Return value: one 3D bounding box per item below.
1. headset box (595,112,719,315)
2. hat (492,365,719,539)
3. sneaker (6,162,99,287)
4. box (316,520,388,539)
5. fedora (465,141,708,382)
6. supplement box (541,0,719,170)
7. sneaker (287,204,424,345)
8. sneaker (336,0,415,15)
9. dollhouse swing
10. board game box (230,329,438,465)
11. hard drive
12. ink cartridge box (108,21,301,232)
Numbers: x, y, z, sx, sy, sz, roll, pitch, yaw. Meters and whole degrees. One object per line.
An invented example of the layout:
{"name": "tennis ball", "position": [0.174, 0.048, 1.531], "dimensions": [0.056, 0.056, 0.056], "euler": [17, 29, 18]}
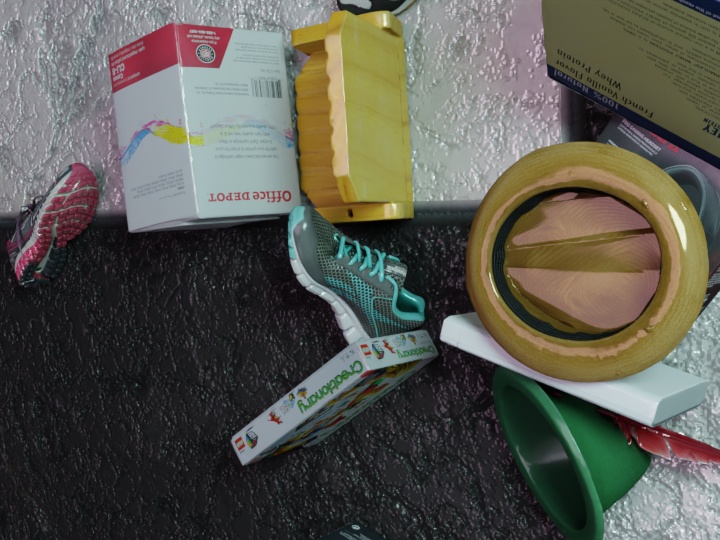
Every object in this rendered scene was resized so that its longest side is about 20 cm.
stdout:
{"name": "headset box", "position": [0.253, -0.046, 0.872], "dimensions": [0.149, 0.077, 0.201], "euler": [46, 119, 25]}
{"name": "hat", "position": [0.240, 0.140, 0.921], "dimensions": [0.201, 0.175, 0.166], "euler": [61, 167, 20]}
{"name": "sneaker", "position": [-0.416, -0.067, 1.359], "dimensions": [0.200, 0.080, 0.075], "euler": [-49, 64, 28]}
{"name": "box", "position": [-0.039, 0.384, 1.075], "dimensions": [0.078, 0.140, 0.202], "euler": [23, 107, 33]}
{"name": "fedora", "position": [0.184, -0.008, 0.829], "dimensions": [0.199, 0.082, 0.203], "euler": [2, 94, 32]}
{"name": "supplement box", "position": [0.247, -0.200, 0.746], "dimensions": [0.199, 0.200, 0.135], "euler": [35, 79, 24]}
{"name": "sneaker", "position": [0.000, 0.000, 1.018], "dimensions": [0.090, 0.200, 0.078], "euler": [-17, 46, 23]}
{"name": "sneaker", "position": [0.041, -0.307, 1.003], "dimensions": [0.199, 0.087, 0.077], "euler": [-21, 83, 37]}
{"name": "dollhouse swing", "position": [-0.038, -0.147, 1.018], "dimensions": [0.180, 0.175, 0.203], "euler": [-2, 93, 36]}
{"name": "board game box", "position": [-0.027, 0.130, 1.058], "dimensions": [0.200, 0.126, 0.035], "euler": [-40, 70, 32]}
{"name": "hard drive", "position": [0.185, 0.079, 0.895], "dimensions": [0.199, 0.131, 0.027], "euler": [20, 104, 33]}
{"name": "ink cartridge box", "position": [-0.169, -0.147, 1.121], "dimensions": [0.144, 0.144, 0.203], "euler": [-8, 88, 46]}
